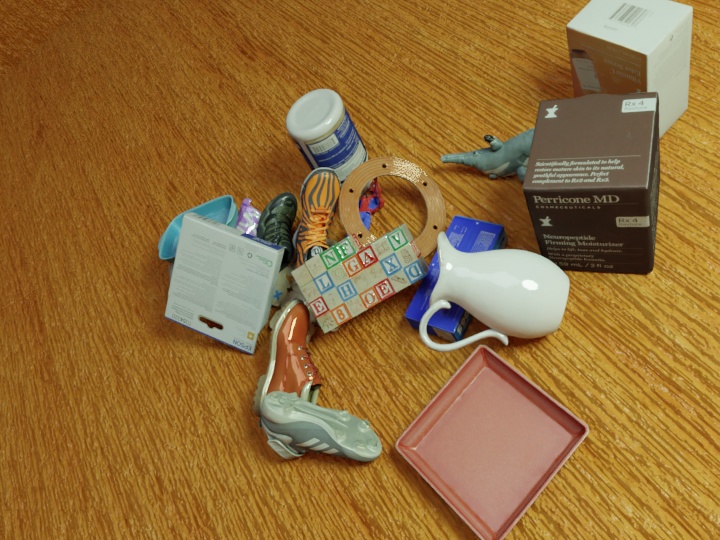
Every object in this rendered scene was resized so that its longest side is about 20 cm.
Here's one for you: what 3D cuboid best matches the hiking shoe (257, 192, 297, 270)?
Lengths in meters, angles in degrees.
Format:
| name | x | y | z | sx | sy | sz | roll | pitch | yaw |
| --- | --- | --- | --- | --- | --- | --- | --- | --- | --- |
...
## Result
| name | x | y | z | sx | sy | sz | roll | pitch | yaw |
| --- | --- | --- | --- | --- | --- | --- | --- | --- | --- |
| hiking shoe | -0.154 | -0.054 | 1.216 | 0.099 | 0.075 | 0.205 | 9 | 73 | 40 |

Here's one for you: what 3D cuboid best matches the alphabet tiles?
| name | x | y | z | sx | sy | sz | roll | pitch | yaw |
| --- | --- | --- | --- | --- | --- | --- | --- | --- | --- |
| alphabet tiles | -0.085 | 0.034 | 1.161 | 0.192 | 0.015 | 0.203 | 17 | 68 | 37 |

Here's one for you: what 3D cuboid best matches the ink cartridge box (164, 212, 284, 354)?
| name | x | y | z | sx | sy | sz | roll | pitch | yaw |
| --- | --- | --- | --- | --- | --- | --- | --- | --- | --- |
| ink cartridge box | -0.250 | 0.023 | 1.150 | 0.192 | 0.043 | 0.205 | 21 | 109 | 10 |

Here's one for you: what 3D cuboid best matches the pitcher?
| name | x | y | z | sx | sy | sz | roll | pitch | yaw |
| --- | --- | --- | --- | --- | --- | --- | --- | --- | --- |
| pitcher | 0.191 | 0.050 | 0.926 | 0.195 | 0.121 | 0.177 | 14 | 89 | 10 |

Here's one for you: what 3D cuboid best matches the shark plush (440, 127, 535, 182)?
| name | x | y | z | sx | sy | sz | roll | pitch | yaw |
| --- | --- | --- | --- | --- | --- | --- | --- | --- | --- |
| shark plush | 0.241 | -0.216 | 1.114 | 0.196 | 0.084 | 0.092 | 11 | 64 | 32 |

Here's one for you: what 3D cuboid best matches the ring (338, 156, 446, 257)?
| name | x | y | z | sx | sy | sz | roll | pitch | yaw |
| --- | --- | --- | --- | --- | --- | --- | --- | --- | --- |
| ring | 0.056 | -0.105 | 1.111 | 0.194 | 0.019 | 0.206 | 5 | 70 | -13 |

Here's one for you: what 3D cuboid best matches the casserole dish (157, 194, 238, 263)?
| name | x | y | z | sx | sy | sz | roll | pitch | yaw |
| --- | --- | --- | --- | --- | --- | --- | --- | --- | --- |
| casserole dish | -0.311 | -0.074 | 1.234 | 0.196 | 0.039 | 0.124 | -18 | 47 | 26 |

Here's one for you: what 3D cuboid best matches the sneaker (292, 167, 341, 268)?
| name | x | y | z | sx | sy | sz | roll | pitch | yaw |
| --- | --- | --- | --- | --- | --- | --- | --- | --- | --- |
| sneaker | -0.070 | -0.071 | 1.106 | 0.075 | 0.203 | 0.114 | 1 | 42 | -15 |

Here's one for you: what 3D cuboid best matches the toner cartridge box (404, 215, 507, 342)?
| name | x | y | z | sx | sy | sz | roll | pitch | yaw |
| --- | --- | --- | --- | --- | --- | --- | --- | --- | --- |
| toner cartridge box | 0.158 | 0.011 | 1.030 | 0.093 | 0.043 | 0.203 | 16 | 68 | 34 |

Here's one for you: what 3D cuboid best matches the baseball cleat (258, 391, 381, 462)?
| name | x | y | z | sx | sy | sz | roll | pitch | yaw |
| --- | --- | --- | --- | --- | --- | --- | --- | --- | --- |
| baseball cleat | -0.064 | 0.255 | 0.972 | 0.196 | 0.109 | 0.070 | 24 | 32 | 12 |

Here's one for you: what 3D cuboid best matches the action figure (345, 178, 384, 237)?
| name | x | y | z | sx | sy | sz | roll | pitch | yaw |
| --- | --- | --- | --- | --- | --- | --- | --- | --- | --- |
| action figure | -0.005 | -0.108 | 1.153 | 0.064 | 0.100 | 0.203 | 0 | 47 | 25 |

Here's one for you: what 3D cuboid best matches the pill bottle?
| name | x | y | z | sx | sy | sz | roll | pitch | yaw |
| --- | --- | --- | --- | --- | --- | --- | --- | --- | --- |
| pill bottle | -0.052 | -0.231 | 1.202 | 0.113 | 0.201 | 0.118 | -12 | 53 | 17 |

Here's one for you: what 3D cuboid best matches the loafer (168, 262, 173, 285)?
| name | x | y | z | sx | sy | sz | roll | pitch | yaw |
| --- | --- | --- | --- | --- | --- | --- | --- | --- | --- |
| loafer | -0.362 | -0.026 | 1.322 | 0.062 | 0.072 | 0.204 | -26 | 41 | 32 |

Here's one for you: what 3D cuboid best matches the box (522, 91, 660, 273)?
| name | x | y | z | sx | sy | sz | roll | pitch | yaw |
| --- | --- | --- | --- | --- | --- | --- | --- | --- | --- |
| box | 0.343 | -0.122 | 0.920 | 0.162 | 0.201 | 0.168 | 3 | 60 | 29 |

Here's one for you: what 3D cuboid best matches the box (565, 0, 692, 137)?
| name | x | y | z | sx | sy | sz | roll | pitch | yaw |
| --- | --- | --- | --- | --- | --- | --- | --- | --- | --- |
| box | 0.428 | -0.321 | 1.010 | 0.106 | 0.201 | 0.152 | -43 | 49 | -9 |

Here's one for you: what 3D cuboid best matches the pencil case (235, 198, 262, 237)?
| name | x | y | z | sx | sy | sz | roll | pitch | yaw |
| --- | --- | --- | --- | --- | --- | --- | --- | --- | --- |
| pencil case | -0.256 | -0.036 | 1.253 | 0.083 | 0.086 | 0.203 | 8 | 61 | 45 |

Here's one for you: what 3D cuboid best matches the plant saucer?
| name | x | y | z | sx | sy | sz | roll | pitch | yaw |
| --- | --- | --- | --- | --- | --- | --- | --- | --- | --- |
| plant saucer | 0.177 | 0.236 | 0.872 | 0.200 | 0.037 | 0.199 | -46 | 51 | -8 |

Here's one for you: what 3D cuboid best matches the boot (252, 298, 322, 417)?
| name | x | y | z | sx | sy | sz | roll | pitch | yaw |
| --- | --- | --- | --- | --- | --- | --- | --- | --- | --- |
| boot | -0.101 | 0.150 | 1.048 | 0.105 | 0.075 | 0.206 | 6 | 77 | 27 |

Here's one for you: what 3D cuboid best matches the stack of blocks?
| name | x | y | z | sx | sy | sz | roll | pitch | yaw |
| --- | --- | --- | --- | --- | --- | --- | --- | --- | --- |
| stack of blocks | 0.000 | 0.000 | 1.030 | 0.197 | 0.059 | 0.117 | -29 | 93 | 16 |
